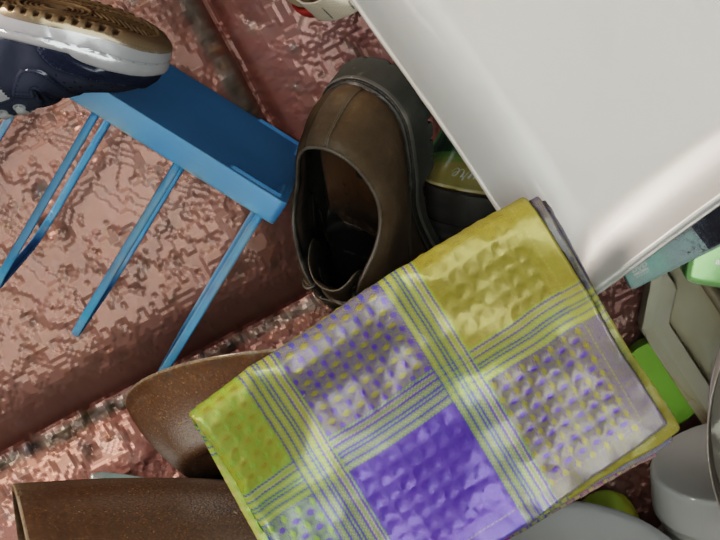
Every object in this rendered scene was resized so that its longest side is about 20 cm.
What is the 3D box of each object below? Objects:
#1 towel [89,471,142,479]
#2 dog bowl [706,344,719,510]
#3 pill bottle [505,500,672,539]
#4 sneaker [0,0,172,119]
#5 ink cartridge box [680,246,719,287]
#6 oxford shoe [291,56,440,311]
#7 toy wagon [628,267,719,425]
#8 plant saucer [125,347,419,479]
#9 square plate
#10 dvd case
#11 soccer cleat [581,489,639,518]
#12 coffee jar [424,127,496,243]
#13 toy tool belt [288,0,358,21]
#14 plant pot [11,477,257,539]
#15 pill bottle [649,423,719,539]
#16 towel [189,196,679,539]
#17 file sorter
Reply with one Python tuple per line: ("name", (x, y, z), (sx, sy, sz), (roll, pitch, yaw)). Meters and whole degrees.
("towel", (-0.075, 0.205, 1.263), (0.199, 0.048, 0.172), (8, 103, 0))
("dog bowl", (0.254, 0.067, 1.085), (0.199, 0.059, 0.201), (-1, 102, -4))
("pill bottle", (0.095, 0.224, 1.156), (0.106, 0.106, 0.201), (13, 116, -1))
("sneaker", (-0.186, -0.076, 1.060), (0.199, 0.070, 0.109), (10, 102, 10))
("ink cartridge box", (0.243, -0.087, 1.137), (0.145, 0.084, 0.201), (8, 100, 4))
("oxford shoe", (0.000, 0.000, 1.151), (0.072, 0.085, 0.201), (8, 130, 30))
("toy wagon", (0.207, 0.023, 1.223), (0.199, 0.040, 0.156), (-34, 97, 8))
("plant saucer", (-0.019, 0.083, 1.163), (0.199, 0.201, 0.037), (-2, 72, 2))
("square plate", (0.120, -0.117, 1.079), (0.198, 0.028, 0.201), (-36, 85, 20))
("dvd case", (0.147, -0.111, 1.098), (0.145, 0.022, 0.201), (-26, 86, 20))
("soccer cleat", (0.128, 0.216, 1.258), (0.083, 0.065, 0.201), (7, 99, -23))
("coffee jar", (0.089, -0.103, 1.178), (0.104, 0.085, 0.201), (8, 101, 9))
("toy tool belt", (-0.005, -0.234, 1.131), (0.123, 0.125, 0.200), (36, 98, -33))
("plant pot", (-0.059, 0.180, 1.154), (0.199, 0.187, 0.188), (-10, 101, -11))
("pill bottle", (0.206, 0.186, 1.199), (0.116, 0.116, 0.201), (-8, 112, 3))
("towel", (0.036, 0.070, 1.076), (0.199, 0.023, 0.144), (-30, 104, -5))
("file sorter", (-0.146, -0.052, 1.170), (0.199, 0.139, 0.123), (32, 103, -4))
